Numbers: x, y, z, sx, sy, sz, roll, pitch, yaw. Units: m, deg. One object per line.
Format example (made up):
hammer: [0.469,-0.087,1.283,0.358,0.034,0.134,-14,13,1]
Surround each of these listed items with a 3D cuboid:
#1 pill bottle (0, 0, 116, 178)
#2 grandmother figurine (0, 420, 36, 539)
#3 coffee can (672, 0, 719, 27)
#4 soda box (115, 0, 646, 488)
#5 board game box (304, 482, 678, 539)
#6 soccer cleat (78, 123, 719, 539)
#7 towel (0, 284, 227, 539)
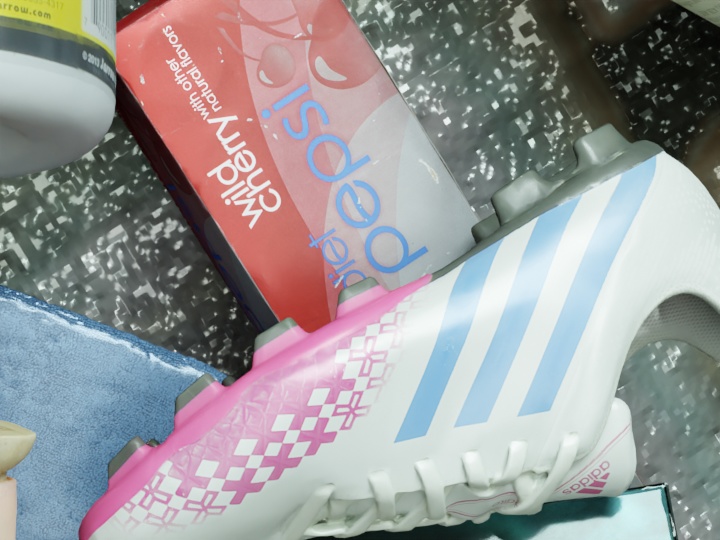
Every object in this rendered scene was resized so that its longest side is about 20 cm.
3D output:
pill bottle: [-0.121,-0.130,0.728,0.112,0.112,0.200,1,78,-10]
grandmother figurine: [-0.116,0.138,0.678,0.121,0.061,0.200,3,92,-26]
coffee can: [0.135,-0.134,0.765,0.200,0.146,0.147,27,88,-11]
soda box: [0.000,0.000,0.790,0.070,0.063,0.200,-33,98,-8]
board game box: [-0.003,0.139,0.734,0.200,0.028,0.135,-8,74,-2]
soccer cleat: [0.022,0.041,0.722,0.200,0.070,0.086,-33,81,-11]
towel: [-0.119,0.103,0.783,0.112,0.049,0.200,24,90,-10]
